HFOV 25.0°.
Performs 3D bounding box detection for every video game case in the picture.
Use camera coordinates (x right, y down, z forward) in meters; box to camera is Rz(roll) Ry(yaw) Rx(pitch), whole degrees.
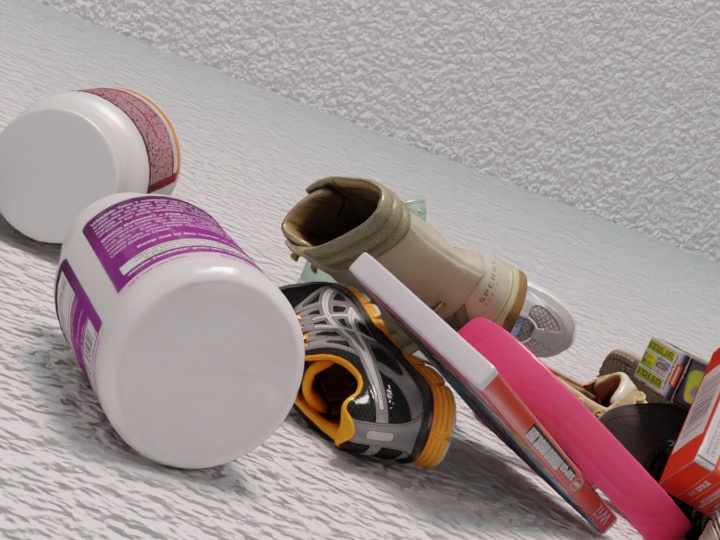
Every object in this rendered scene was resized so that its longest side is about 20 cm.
[{"bbox_3d":[0.080,0.080,1.029,0.143,0.017,0.200,42,-5,45],"label":"video game case"}]

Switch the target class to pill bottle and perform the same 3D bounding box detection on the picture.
[{"bbox_3d":[-0.209,-0.080,1.237,0.113,0.115,0.200,23,9,1],"label":"pill bottle"},{"bbox_3d":[-0.110,0.022,0.905,0.111,0.113,0.200,18,11,-25],"label":"pill bottle"}]

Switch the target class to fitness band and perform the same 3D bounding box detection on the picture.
[{"bbox_3d":[0.138,0.108,1.074,0.200,0.037,0.144,45,-1,-4],"label":"fitness band"}]

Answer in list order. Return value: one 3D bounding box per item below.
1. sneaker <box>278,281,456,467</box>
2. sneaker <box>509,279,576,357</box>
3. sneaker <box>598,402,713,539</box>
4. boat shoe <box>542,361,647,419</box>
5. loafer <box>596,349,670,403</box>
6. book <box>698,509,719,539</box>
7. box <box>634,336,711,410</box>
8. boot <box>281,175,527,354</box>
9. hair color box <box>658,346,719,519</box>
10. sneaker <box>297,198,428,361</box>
[{"bbox_3d":[-0.021,0.059,1.036,0.077,0.079,0.200,4,18,-36],"label":"sneaker"},{"bbox_3d":[0.100,0.042,1.479,0.198,0.075,0.082,16,24,-2],"label":"sneaker"},{"bbox_3d":[0.241,0.150,1.139,0.199,0.076,0.079,29,14,35],"label":"sneaker"},{"bbox_3d":[0.188,0.111,1.246,0.198,0.070,0.074,19,10,-20],"label":"boat shoe"},{"bbox_3d":[0.279,0.119,1.403,0.068,0.077,0.200,11,13,-26],"label":"loafer"},{"bbox_3d":[0.296,0.226,0.960,0.198,0.048,0.134,26,10,0],"label":"book"},{"bbox_3d":[0.301,0.110,1.156,0.198,0.035,0.110,25,3,-6],"label":"box"},{"bbox_3d":[0.000,0.000,1.145,0.154,0.073,0.199,31,-27,-32],"label":"boot"},{"bbox_3d":[0.307,0.136,1.048,0.199,0.112,0.064,30,-27,-2],"label":"hair color box"},{"bbox_3d":[0.056,0.007,1.365,0.199,0.119,0.074,23,8,-4],"label":"sneaker"}]
